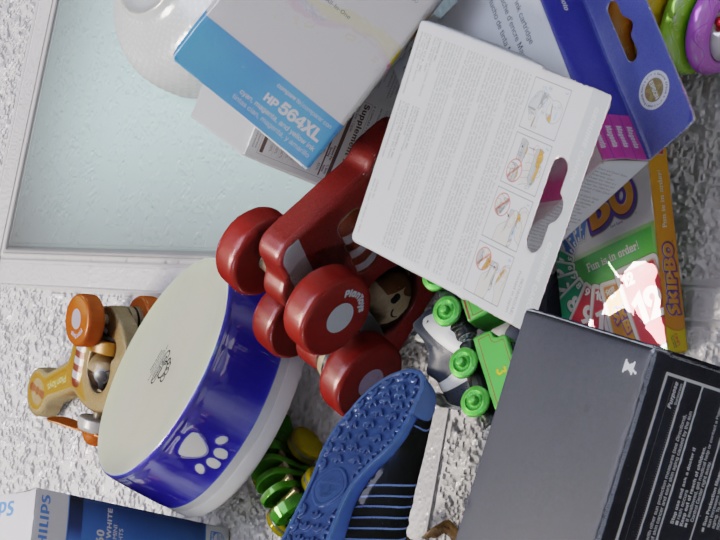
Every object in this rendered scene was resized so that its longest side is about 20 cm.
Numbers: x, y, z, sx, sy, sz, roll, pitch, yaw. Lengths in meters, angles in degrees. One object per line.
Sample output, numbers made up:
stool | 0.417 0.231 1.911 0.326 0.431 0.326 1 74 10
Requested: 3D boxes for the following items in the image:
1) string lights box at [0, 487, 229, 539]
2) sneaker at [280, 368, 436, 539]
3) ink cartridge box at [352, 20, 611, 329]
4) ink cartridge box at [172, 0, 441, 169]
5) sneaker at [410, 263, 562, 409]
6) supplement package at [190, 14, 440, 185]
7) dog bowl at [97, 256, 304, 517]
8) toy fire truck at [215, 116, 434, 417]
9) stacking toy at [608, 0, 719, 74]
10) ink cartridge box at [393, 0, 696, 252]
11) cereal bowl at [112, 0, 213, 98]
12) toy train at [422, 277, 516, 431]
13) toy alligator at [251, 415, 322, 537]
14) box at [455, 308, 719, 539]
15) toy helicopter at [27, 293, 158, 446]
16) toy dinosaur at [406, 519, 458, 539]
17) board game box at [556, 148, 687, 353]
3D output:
string lights box | -0.215 0.224 1.742 0.102 0.199 0.060 -12 68 45
sneaker | 0.006 0.170 1.543 0.070 0.078 0.201 10 61 48
ink cartridge box | 0.087 -0.062 1.413 0.199 0.057 0.164 27 103 45
ink cartridge box | -0.021 -0.190 1.522 0.200 0.125 0.129 -51 3 4
sneaker | 0.091 0.014 1.570 0.129 0.079 0.201 -4 84 38
supplement package | -0.039 -0.160 1.701 0.157 0.110 0.200 -67 20 6
dog bowl | -0.130 0.093 1.737 0.200 0.078 0.201 -46 27 32
toy fire truck | 0.000 0.000 1.603 0.168 0.201 0.112 -41 51 -13
stacking toy | 0.231 -0.173 1.482 0.199 0.109 0.117 26 94 37
ink cartridge box | 0.118 -0.121 1.458 0.200 0.043 0.198 -45 49 36
cereal bowl | -0.160 -0.262 1.937 0.199 0.083 0.202 -20 63 43
toy train | 0.079 0.017 1.503 0.056 0.042 0.201 -27 62 22
toy alligator | -0.070 0.146 1.719 0.059 0.054 0.201 -45 48 27
box | 0.176 0.148 1.344 0.123 0.197 0.202 17 89 48
toy helicopter | -0.248 0.104 1.932 0.199 0.078 0.134 -25 68 52
toy dinosaur | 0.069 0.232 1.550 0.200 0.060 0.107 -46 59 40
board game box | 0.175 -0.040 1.497 0.095 0.030 0.202 -6 88 47
